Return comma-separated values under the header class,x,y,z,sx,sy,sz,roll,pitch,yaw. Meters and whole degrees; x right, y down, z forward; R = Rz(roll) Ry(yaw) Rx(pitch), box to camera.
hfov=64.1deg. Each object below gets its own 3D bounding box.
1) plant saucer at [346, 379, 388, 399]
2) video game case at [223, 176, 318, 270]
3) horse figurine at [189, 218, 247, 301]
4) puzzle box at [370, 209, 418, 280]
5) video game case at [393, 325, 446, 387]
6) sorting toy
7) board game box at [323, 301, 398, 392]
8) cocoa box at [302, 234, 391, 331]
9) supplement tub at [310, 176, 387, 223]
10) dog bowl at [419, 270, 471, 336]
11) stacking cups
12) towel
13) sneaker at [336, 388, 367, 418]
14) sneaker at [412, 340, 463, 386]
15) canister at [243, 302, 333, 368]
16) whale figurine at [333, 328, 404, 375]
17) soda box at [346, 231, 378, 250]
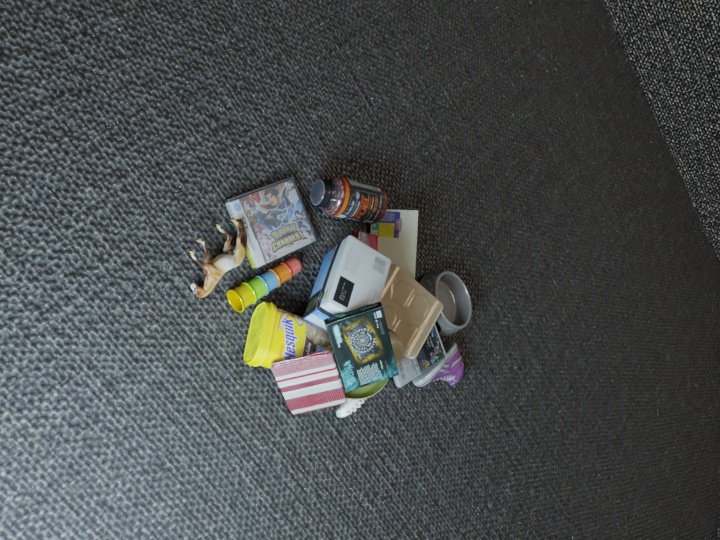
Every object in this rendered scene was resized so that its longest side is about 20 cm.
class,x,y,z,sx,sy,sz,roll,pitch,yaw
plant saucer,-0.019,0.237,1.486,0.199,0.031,0.201,6,64,-12
video game case,-0.218,-0.121,1.436,0.200,0.025,0.181,-28,100,-36
horse figurine,-0.317,-0.036,1.312,0.200,0.050,0.133,-47,137,-36
puzzle box,0.092,-0.071,1.601,0.132,0.025,0.201,3,82,9
video game case,0.139,0.192,1.593,0.181,0.023,0.201,-26,102,-28
sorting toy,0.110,0.111,1.546,0.200,0.036,0.186,38,72,-19
board game box,0.005,0.178,1.317,0.135,0.028,0.201,-17,119,-6
cocoa box,-0.032,0.045,1.396,0.133,0.131,0.201,30,55,-19
supplement tub,-0.033,-0.190,1.534,0.199,0.107,0.108,7,79,-35
dog bowl,0.258,0.092,1.712,0.200,0.059,0.201,20,61,-40
stacking cups,-0.229,0.025,1.391,0.200,0.060,0.061,-37,105,-38
towel,-0.117,0.265,1.351,0.023,0.143,0.201,-101,179,-47
sneaker,-0.007,0.301,1.511,0.081,0.075,0.200,45,58,-3
sneaker,0.239,0.306,1.685,0.200,0.073,0.115,-33,107,-34
canister,-0.164,0.176,1.378,0.199,0.086,0.149,23,59,-28
whale figurine,0.009,0.203,1.416,0.199,0.104,0.160,-6,118,-31
soda box,0.000,0.000,1.556,0.070,0.063,0.201,9,77,-35
